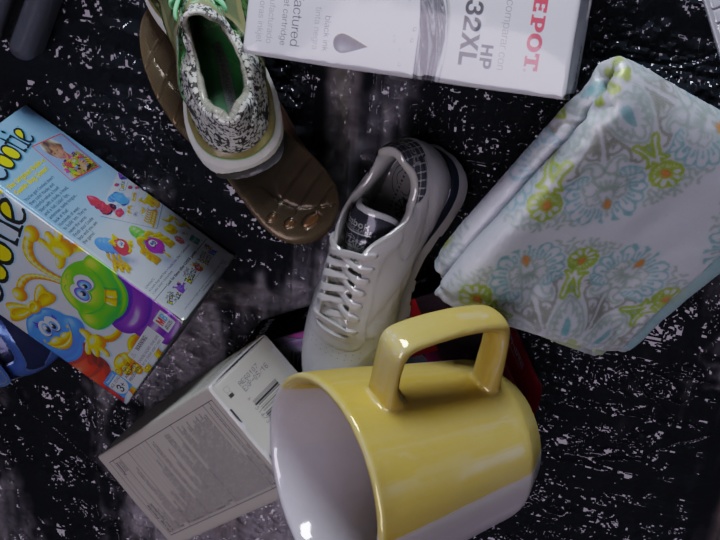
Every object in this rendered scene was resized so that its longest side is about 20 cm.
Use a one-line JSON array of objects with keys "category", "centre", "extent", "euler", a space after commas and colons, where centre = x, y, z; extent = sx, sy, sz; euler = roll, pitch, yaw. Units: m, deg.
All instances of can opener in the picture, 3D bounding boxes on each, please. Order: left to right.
[{"category": "can opener", "centre": [-0.221, -0.231, 0.812], "extent": [0.053, 0.067, 0.200], "euler": [31, 122, 0]}]

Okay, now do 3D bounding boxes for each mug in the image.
[{"category": "mug", "centre": [0.046, 0.121, 0.795], "extent": [0.187, 0.153, 0.150], "euler": [-41, 64, 58]}]

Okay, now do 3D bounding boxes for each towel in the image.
[{"category": "towel", "centre": [0.165, -0.029, 0.771], "extent": [0.171, 0.048, 0.200], "euler": [18, 127, -31]}]

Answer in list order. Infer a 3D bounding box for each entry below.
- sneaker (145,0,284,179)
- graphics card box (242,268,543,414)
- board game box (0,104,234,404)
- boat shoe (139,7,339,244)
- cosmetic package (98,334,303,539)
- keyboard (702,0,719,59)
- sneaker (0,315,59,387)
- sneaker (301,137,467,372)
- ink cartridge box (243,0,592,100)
[{"category": "sneaker", "centre": [-0.097, -0.164, 0.765], "extent": [0.077, 0.089, 0.201], "euler": [-19, 79, -6]}, {"category": "graphics card box", "centre": [0.024, 0.075, 0.913], "extent": [0.199, 0.051, 0.126], "euler": [-16, 112, 25]}, {"category": "board game box", "centre": [-0.217, -0.013, 0.908], "extent": [0.200, 0.105, 0.103], "euler": [37, 122, -4]}, {"category": "boat shoe", "centre": [-0.087, -0.101, 0.837], "extent": [0.072, 0.068, 0.200], "euler": [-35, 87, -4]}, {"category": "cosmetic package", "centre": [-0.113, 0.138, 0.938], "extent": [0.104, 0.073, 0.200], "euler": [51, 139, -6]}, {"category": "keyboard", "centre": [0.254, -0.090, 0.730], "extent": [0.011, 0.056, 0.201], "euler": [-6, 105, 59]}, {"category": "sneaker", "centre": [-0.331, 0.075, 1.004], "extent": [0.199, 0.082, 0.074], "euler": [-18, 110, 23]}, {"category": "sneaker", "centre": [0.000, 0.000, 0.829], "extent": [0.076, 0.080, 0.201], "euler": [27, 103, 22]}, {"category": "ink cartridge box", "centre": [0.041, -0.189, 0.724], "extent": [0.199, 0.084, 0.146], "euler": [10, 101, 11]}]
